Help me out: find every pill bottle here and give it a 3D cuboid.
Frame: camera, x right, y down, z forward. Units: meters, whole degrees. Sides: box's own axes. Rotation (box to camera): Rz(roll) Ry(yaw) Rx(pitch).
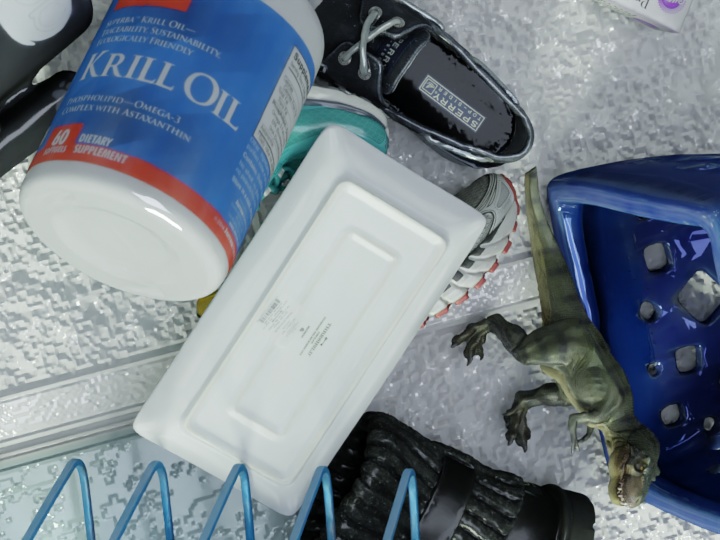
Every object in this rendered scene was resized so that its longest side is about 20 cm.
[{"bbox_3d":[-0.085,-0.095,1.165,0.112,0.112,0.201,30,63,-17],"label":"pill bottle"}]

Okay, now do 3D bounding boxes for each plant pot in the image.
[{"bbox_3d":[0.241,0.024,1.290,0.179,0.200,0.201,-18,102,-19],"label":"plant pot"}]

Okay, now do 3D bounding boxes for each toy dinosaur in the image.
[{"bbox_3d":[0.107,0.050,1.313,0.088,0.047,0.201,-29,74,28],"label":"toy dinosaur"}]

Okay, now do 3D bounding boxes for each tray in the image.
[{"bbox_3d":[-0.026,0.031,1.232,0.107,0.022,0.200,31,99,-16],"label":"tray"}]

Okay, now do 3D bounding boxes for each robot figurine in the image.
[{"bbox_3d":[-0.218,-0.137,1.179,0.200,0.150,0.125,-41,148,-7],"label":"robot figurine"}]

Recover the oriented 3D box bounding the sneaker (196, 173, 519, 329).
[{"bbox_3d":[0.000,0.000,1.278,0.200,0.078,0.082,-31,103,-9],"label":"sneaker"}]

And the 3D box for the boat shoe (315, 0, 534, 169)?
[{"bbox_3d":[0.011,-0.120,1.269,0.200,0.068,0.072,36,87,-16],"label":"boat shoe"}]

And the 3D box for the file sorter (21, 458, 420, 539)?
[{"bbox_3d":[-0.070,0.176,1.203,0.199,0.139,0.123,0,113,10],"label":"file sorter"}]

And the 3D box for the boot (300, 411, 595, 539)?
[{"bbox_3d":[0.033,0.198,1.311,0.157,0.079,0.212,19,82,-23],"label":"boot"}]

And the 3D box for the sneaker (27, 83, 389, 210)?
[{"bbox_3d":[-0.079,-0.046,1.241,0.199,0.080,0.078,-12,141,-7],"label":"sneaker"}]

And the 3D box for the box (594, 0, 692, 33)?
[{"bbox_3d":[0.098,-0.192,1.298,0.199,0.039,0.042,24,92,-17],"label":"box"}]
